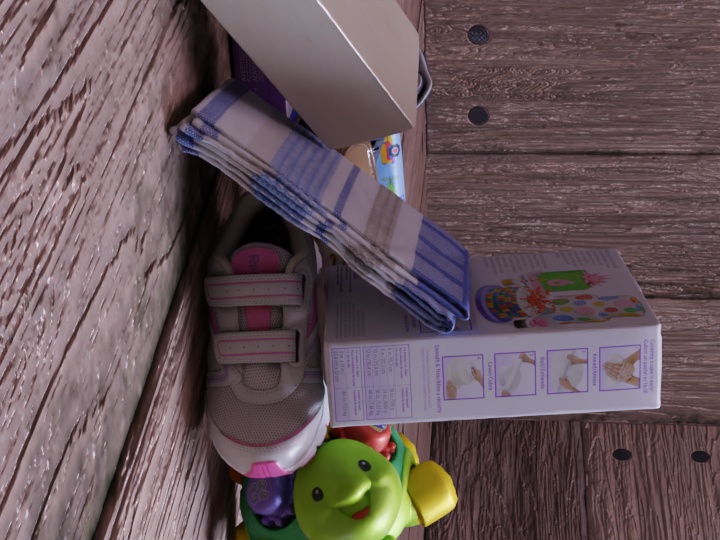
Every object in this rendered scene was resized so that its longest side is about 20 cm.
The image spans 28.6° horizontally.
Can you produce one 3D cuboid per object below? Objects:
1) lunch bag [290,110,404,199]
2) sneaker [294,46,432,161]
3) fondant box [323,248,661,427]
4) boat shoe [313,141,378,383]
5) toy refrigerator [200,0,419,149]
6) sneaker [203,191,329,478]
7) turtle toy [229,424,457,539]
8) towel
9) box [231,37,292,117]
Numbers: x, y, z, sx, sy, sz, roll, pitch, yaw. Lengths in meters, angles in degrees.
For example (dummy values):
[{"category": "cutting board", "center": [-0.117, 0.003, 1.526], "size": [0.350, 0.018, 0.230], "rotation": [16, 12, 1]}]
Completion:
[{"category": "lunch bag", "center": [-0.015, -0.102, 1.243], "size": [0.201, 0.093, 0.152], "rotation": [-98, -177, -62]}, {"category": "sneaker", "center": [-0.012, -0.088, 1.035], "size": [0.146, 0.076, 0.205], "rotation": [170, -67, -71]}, {"category": "fondant box", "center": [0.076, 0.039, 0.884], "size": [0.145, 0.197, 0.059], "rotation": [-92, 177, -71]}, {"category": "boat shoe", "center": [0.000, 0.000, 0.984], "size": [0.074, 0.066, 0.203], "rotation": [-24, 121, -45]}, {"category": "toy refrigerator", "center": [-0.038, -0.160, 0.827], "size": [0.200, 0.069, 0.077], "rotation": [45, 40, -50]}, {"category": "sneaker", "center": [-0.064, 0.030, 0.873], "size": [0.089, 0.080, 0.202], "rotation": [80, 4, -54]}, {"category": "turtle toy", "center": [-0.019, 0.142, 0.924], "size": [0.102, 0.145, 0.200], "rotation": [63, -11, -15]}, {"category": "towel", "center": [-0.017, -0.043, 0.848], "size": [0.024, 0.199, 0.147], "rotation": [-53, -174, 17]}, {"category": "box", "center": [-0.059, -0.209, 1.029], "size": [0.201, 0.039, 0.138], "rotation": [-77, 168, -63]}]
